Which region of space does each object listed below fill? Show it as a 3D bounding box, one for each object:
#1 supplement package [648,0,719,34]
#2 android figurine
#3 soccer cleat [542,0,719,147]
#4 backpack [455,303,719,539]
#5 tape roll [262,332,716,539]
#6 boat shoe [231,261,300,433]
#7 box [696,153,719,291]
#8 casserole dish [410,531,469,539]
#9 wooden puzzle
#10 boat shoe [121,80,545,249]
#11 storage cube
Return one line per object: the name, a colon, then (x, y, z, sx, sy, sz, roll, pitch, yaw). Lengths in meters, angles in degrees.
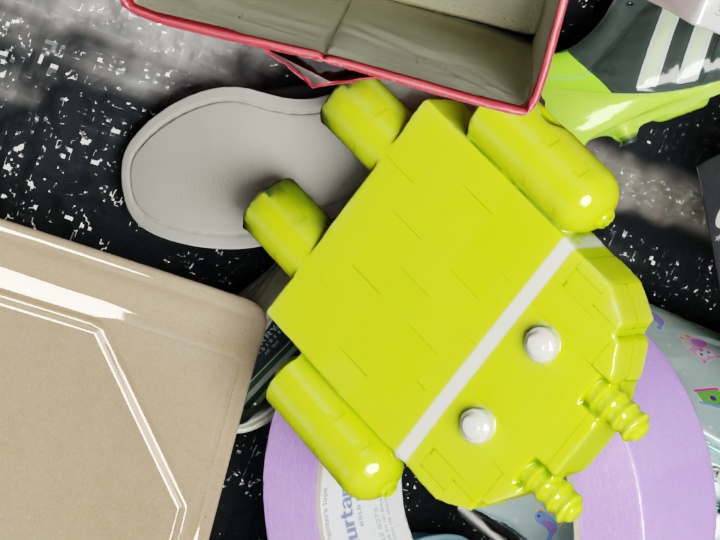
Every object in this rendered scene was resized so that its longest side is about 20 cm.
supplement package: (0.193, -0.189, 1.158, 0.121, 0.120, 0.201, 16, 102, -26)
android figurine: (0.038, 0.015, 1.177, 0.200, 0.041, 0.182, 49, 114, 22)
soccer cleat: (0.154, -0.113, 1.284, 0.199, 0.068, 0.081, -22, 91, -4)
backpack: (0.143, 0.094, 1.323, 0.199, 0.167, 0.127, 26, 108, -1)
tape roll: (0.054, 0.102, 1.243, 0.199, 0.066, 0.201, 5, 99, 35)
boat shoe: (0.000, 0.000, 1.306, 0.072, 0.062, 0.200, 37, 102, -20)
box: (0.260, 0.017, 1.274, 0.132, 0.115, 0.200, -28, 135, 25)
casserole dish: (-0.018, 0.190, 1.355, 0.199, 0.039, 0.122, -16, 117, -36)
wooden puzzle: (-0.150, 0.086, 1.240, 0.184, 0.037, 0.201, 18, 85, -21)
boat shoe: (-0.013, -0.055, 1.262, 0.199, 0.060, 0.074, -16, 85, 28)
storage cube: (0.012, -0.181, 1.148, 0.170, 0.180, 0.201, 14, 106, 0)
